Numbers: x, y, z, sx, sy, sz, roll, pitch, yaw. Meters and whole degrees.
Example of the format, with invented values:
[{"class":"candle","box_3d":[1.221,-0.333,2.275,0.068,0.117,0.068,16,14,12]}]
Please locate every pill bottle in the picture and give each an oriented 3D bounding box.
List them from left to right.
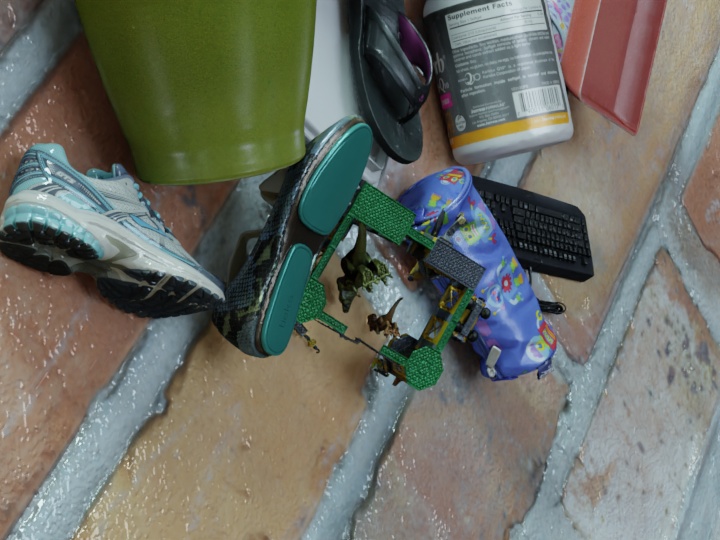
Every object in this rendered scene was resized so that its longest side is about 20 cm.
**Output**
[{"class":"pill bottle","box_3d":[0.121,-0.205,1.726,0.116,0.116,0.202,-12,89,-52]}]

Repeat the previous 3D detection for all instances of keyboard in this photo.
[{"class":"keyboard","box_3d":[0.166,-0.016,1.808,0.199,0.020,0.129,11,72,-49]}]

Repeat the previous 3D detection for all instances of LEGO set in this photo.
[{"class":"LEGO set","box_3d":[0.000,0.000,1.551,0.199,0.116,0.155,22,93,-31]}]

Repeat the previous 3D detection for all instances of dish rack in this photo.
[{"class":"dish rack","box_3d":[-0.027,-0.167,1.589,0.200,0.043,0.173,42,51,-36]}]

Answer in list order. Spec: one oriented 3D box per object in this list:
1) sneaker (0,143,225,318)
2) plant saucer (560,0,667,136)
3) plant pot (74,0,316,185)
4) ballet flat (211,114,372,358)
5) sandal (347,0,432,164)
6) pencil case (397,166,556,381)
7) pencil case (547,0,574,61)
[{"class":"sneaker","box_3d":[-0.167,-0.030,1.352,0.199,0.077,0.087,30,55,-43]},{"class":"plant saucer","box_3d":[0.245,-0.245,1.809,0.200,0.036,0.202,15,87,-66]},{"class":"plant pot","box_3d":[-0.114,-0.168,1.380,0.200,0.199,0.195,-23,110,-51]},{"class":"ballet flat","box_3d":[-0.059,-0.034,1.439,0.074,0.074,0.202,35,74,-40]},{"class":"sandal","box_3d":[0.027,-0.192,1.589,0.075,0.048,0.203,-2,81,-51]},{"class":"pencil case","box_3d":[0.102,0.009,1.676,0.201,0.077,0.087,60,43,-21]},{"class":"pencil case","box_3d":[0.204,-0.261,1.870,0.083,0.091,0.200,43,42,1]}]
